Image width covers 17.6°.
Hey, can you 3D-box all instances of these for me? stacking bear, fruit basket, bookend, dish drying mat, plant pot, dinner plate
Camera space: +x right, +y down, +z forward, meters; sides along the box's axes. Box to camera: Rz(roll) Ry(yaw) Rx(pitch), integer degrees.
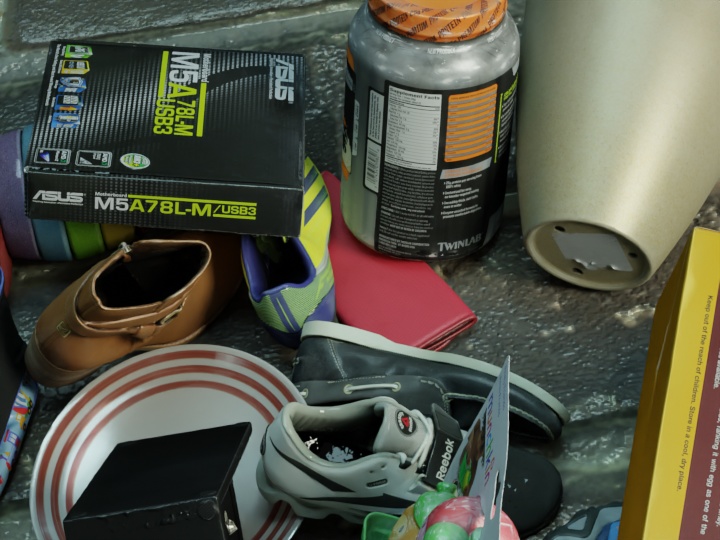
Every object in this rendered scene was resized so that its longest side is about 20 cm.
[{"bbox_3d":[-0.191,-0.061,1.727,0.198,0.114,0.122,-9,43,-3],"label":"stacking bear"},{"bbox_3d":[0.043,0.176,1.353,0.093,0.201,0.186,12,45,-6],"label":"fruit basket"},{"bbox_3d":[-0.102,0.214,1.399,0.091,0.202,0.199,-9,7,4],"label":"bookend"},{"bbox_3d":[0.000,0.000,1.680,0.076,0.018,0.200,-30,47,-16],"label":"dish drying mat"},{"bbox_3d":[0.183,-0.095,1.637,0.186,0.188,0.201,8,60,20],"label":"plant pot"},{"bbox_3d":[-0.122,0.139,1.544,0.198,0.024,0.201,-6,54,8],"label":"dinner plate"}]

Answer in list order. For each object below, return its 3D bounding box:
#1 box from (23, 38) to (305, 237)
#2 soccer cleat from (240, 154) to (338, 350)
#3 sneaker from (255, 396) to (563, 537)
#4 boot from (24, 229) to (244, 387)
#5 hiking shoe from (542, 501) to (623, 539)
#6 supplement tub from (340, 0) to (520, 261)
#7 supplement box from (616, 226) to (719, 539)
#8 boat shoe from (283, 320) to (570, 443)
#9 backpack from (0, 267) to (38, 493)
[{"bbox_3d":[-0.134,-0.097,1.652,0.191,0.048,0.201,2,33,-2],"label":"box"},{"bbox_3d":[-0.057,-0.035,1.658,0.064,0.084,0.201,-22,48,11],"label":"soccer cleat"},{"bbox_3d":[0.035,0.123,1.475,0.198,0.089,0.075,5,55,-4],"label":"sneaker"},{"bbox_3d":[-0.135,0.002,1.593,0.199,0.155,0.077,-25,81,-31],"label":"boot"},{"bbox_3d":[0.173,0.183,1.409,0.199,0.075,0.087,-32,46,-19],"label":"hiking shoe"},{"bbox_3d":[0.049,-0.117,1.643,0.121,0.201,0.123,3,37,-2],"label":"supplement tub"},{"bbox_3d":[0.263,0.108,1.344,0.198,0.133,0.199,12,70,2],"label":"supplement box"},{"bbox_3d":[0.043,0.090,1.550,0.199,0.072,0.068,12,67,22],"label":"boat shoe"},{"bbox_3d":[-0.340,0.085,1.586,0.198,0.135,0.183,-1,45,11],"label":"backpack"}]
